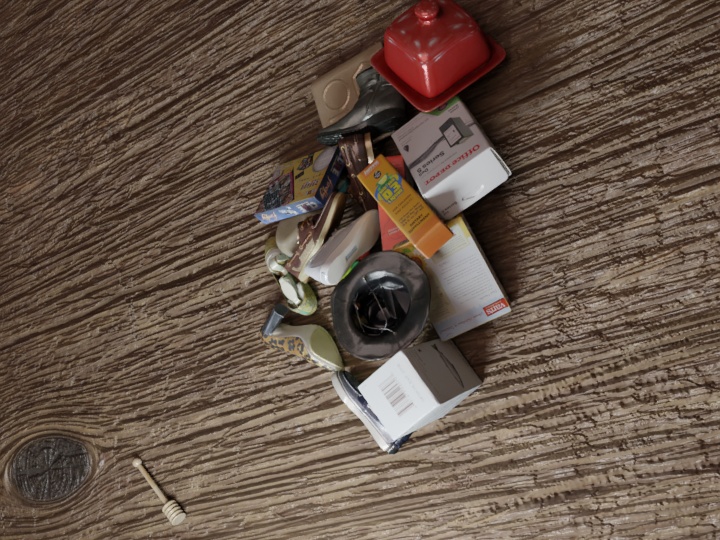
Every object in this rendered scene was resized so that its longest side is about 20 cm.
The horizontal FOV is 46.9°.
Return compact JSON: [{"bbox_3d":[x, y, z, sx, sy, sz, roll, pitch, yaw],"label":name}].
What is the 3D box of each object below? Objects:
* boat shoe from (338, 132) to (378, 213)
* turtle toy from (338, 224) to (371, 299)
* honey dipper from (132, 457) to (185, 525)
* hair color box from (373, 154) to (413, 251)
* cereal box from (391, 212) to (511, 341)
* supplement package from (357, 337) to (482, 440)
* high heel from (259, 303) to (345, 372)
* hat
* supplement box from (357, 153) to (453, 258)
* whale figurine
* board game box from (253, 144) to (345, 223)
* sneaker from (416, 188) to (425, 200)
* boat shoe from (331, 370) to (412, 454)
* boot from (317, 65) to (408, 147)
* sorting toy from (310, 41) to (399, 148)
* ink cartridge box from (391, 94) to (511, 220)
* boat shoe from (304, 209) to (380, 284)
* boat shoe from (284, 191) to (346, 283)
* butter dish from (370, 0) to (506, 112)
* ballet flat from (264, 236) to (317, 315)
[{"bbox_3d":[0.005,-0.167,1.620,0.070,0.070,0.201,-12,104,3],"label":"boat shoe"},{"bbox_3d":[0.000,0.000,1.621,0.101,0.146,0.200,-38,69,2],"label":"turtle toy"},{"bbox_3d":[-0.481,0.516,1.961,0.200,0.038,0.038,42,110,31],"label":"honey dipper"},{"bbox_3d":[0.072,-0.109,1.584,0.061,0.101,0.201,-7,84,12],"label":"hair color box"},{"bbox_3d":[0.165,0.014,1.500,0.144,0.040,0.200,-26,103,17],"label":"cereal box"},{"bbox_3d":[0.111,0.206,1.492,0.117,0.200,0.117,-44,73,24],"label":"supplement package"},{"bbox_3d":[-0.123,0.167,1.747,0.200,0.071,0.143,41,143,6],"label":"high heel"},{"bbox_3d":[0.048,0.067,1.489,0.200,0.081,0.201,-6,77,26],"label":"hat"},{"bbox_3d":[0.076,-0.115,1.465,0.067,0.069,0.200,-43,54,7],"label":"supplement box"},{"bbox_3d":[-0.084,-0.105,1.700,0.200,0.104,0.159,-56,29,-6],"label":"whale figurine"},{"bbox_3d":[-0.122,-0.173,1.685,0.200,0.035,0.136,-10,49,47],"label":"board game box"},{"bbox_3d":[0.138,-0.052,1.565,0.114,0.073,0.201,-43,67,27],"label":"sneaker"},{"bbox_3d":[0.034,0.254,1.627,0.093,0.075,0.200,-45,74,16],"label":"boat shoe"},{"bbox_3d":[0.004,-0.324,1.629,0.199,0.068,0.131,-14,70,26],"label":"boot"},{"bbox_3d":[-0.003,-0.337,1.687,0.185,0.036,0.201,-23,72,29],"label":"sorting toy"},{"bbox_3d":[0.159,-0.209,1.488,0.145,0.084,0.200,-36,42,13],"label":"ink cartridge box"},{"bbox_3d":[-0.031,-0.049,1.549,0.068,0.072,0.200,18,55,29],"label":"boat shoe"},{"bbox_3d":[-0.092,-0.071,1.587,0.072,0.072,0.200,30,120,8],"label":"boat shoe"},{"bbox_3d":[0.130,-0.421,1.495,0.200,0.148,0.200,-35,57,-7],"label":"butter dish"},{"bbox_3d":[-0.158,0.007,1.752,0.071,0.071,0.200,-40,68,25],"label":"ballet flat"}]
